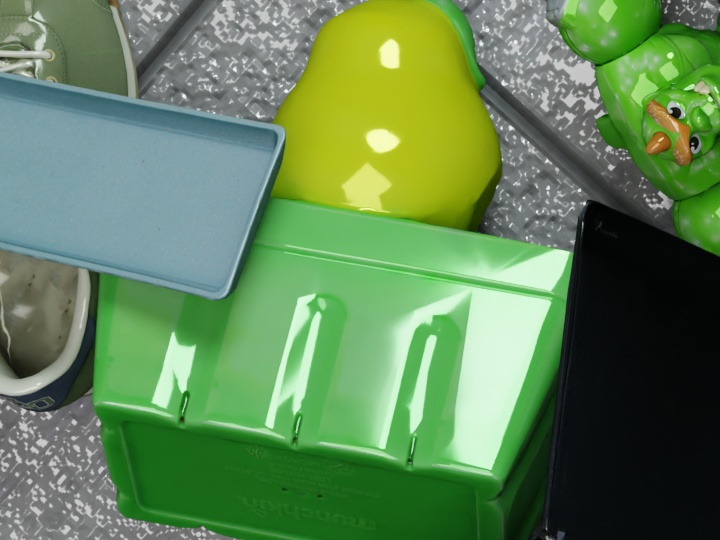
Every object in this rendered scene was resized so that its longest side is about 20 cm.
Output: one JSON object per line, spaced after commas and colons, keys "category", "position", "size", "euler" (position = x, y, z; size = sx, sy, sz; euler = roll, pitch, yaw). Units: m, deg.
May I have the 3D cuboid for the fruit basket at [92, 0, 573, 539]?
{"category": "fruit basket", "position": [0.000, 0.000, 1.169], "size": [0.215, 0.156, 0.216], "euler": [-2, 57, 2]}

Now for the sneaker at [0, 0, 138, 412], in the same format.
{"category": "sneaker", "position": [-0.131, -0.039, 1.193], "size": [0.067, 0.090, 0.201], "euler": [-2, 99, 13]}

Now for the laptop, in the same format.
{"category": "laptop", "position": [0.076, 0.091, 1.107], "size": [0.200, 0.177, 0.103], "euler": [-39, 56, 23]}

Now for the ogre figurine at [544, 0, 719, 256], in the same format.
{"category": "ogre figurine", "position": [0.150, -0.076, 1.132], "size": [0.120, 0.098, 0.200], "euler": [-31, 119, 0]}

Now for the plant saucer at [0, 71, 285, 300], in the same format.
{"category": "plant saucer", "position": [-0.120, -0.037, 1.135], "size": [0.200, 0.019, 0.070], "euler": [13, 75, 28]}
